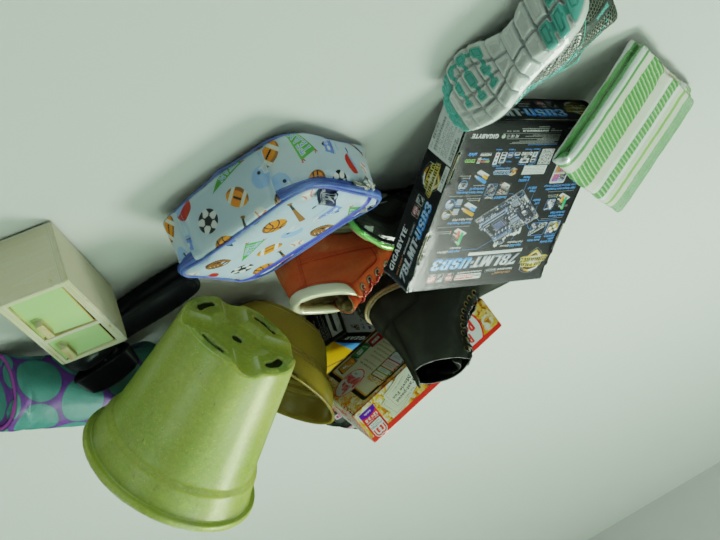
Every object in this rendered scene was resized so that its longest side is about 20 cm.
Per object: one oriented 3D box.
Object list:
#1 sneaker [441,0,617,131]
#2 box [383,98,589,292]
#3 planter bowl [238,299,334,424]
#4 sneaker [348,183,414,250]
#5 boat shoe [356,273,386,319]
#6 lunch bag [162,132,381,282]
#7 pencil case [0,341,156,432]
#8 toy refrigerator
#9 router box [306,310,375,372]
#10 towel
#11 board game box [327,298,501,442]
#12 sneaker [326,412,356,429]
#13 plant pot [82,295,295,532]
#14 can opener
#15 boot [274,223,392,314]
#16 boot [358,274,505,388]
[{"bbox_3d":[0.155,-0.190,1.435,0.091,0.078,0.200,-6,157,-43],"label":"sneaker"},{"bbox_3d":[0.138,-0.077,1.618,0.199,0.050,0.200,-5,128,-38],"label":"box"},{"bbox_3d":[-0.102,0.091,1.829,0.199,0.084,0.201,24,160,9],"label":"planter bowl"},{"bbox_3d":[0.070,-0.077,1.664,0.199,0.077,0.084,-11,140,-29],"label":"sneaker"},{"bbox_3d":[0.056,-0.011,1.802,0.070,0.064,0.200,-2,152,-41],"label":"boat shoe"},{"bbox_3d":[-0.079,-0.058,1.544,0.199,0.076,0.160,-30,160,26],"label":"lunch bag"},{"bbox_3d":[-0.316,0.128,1.773,0.199,0.092,0.086,-3,119,-37],"label":"pencil case"},{"bbox_3d":[-0.296,0.029,1.562,0.075,0.070,0.200,-21,160,1],"label":"toy refrigerator"},{"bbox_3d":[-0.005,0.089,2.014,0.199,0.051,0.149,1,152,-47],"label":"router box"},{"bbox_3d":[0.273,-0.146,1.633,0.153,0.023,0.200,-57,153,6],"label":"towel"},{"bbox_3d":[0.052,0.100,1.859,0.200,0.046,0.151,-42,-160,-8],"label":"board game box"},{"bbox_3d":[-0.001,0.165,2.036,0.086,0.081,0.200,-3,153,-15],"label":"sneaker"},{"bbox_3d":[-0.163,0.137,1.665,0.199,0.200,0.185,3,125,-47],"label":"plant pot"},{"bbox_3d":[-0.243,0.049,1.689,0.200,0.064,0.078,-39,128,20],"label":"can opener"},{"bbox_3d":[0.000,0.000,1.685,0.198,0.108,0.075,-4,145,-26],"label":"boot"},{"bbox_3d":[0.115,0.051,1.737,0.199,0.139,0.078,-22,139,-13],"label":"boot"}]
